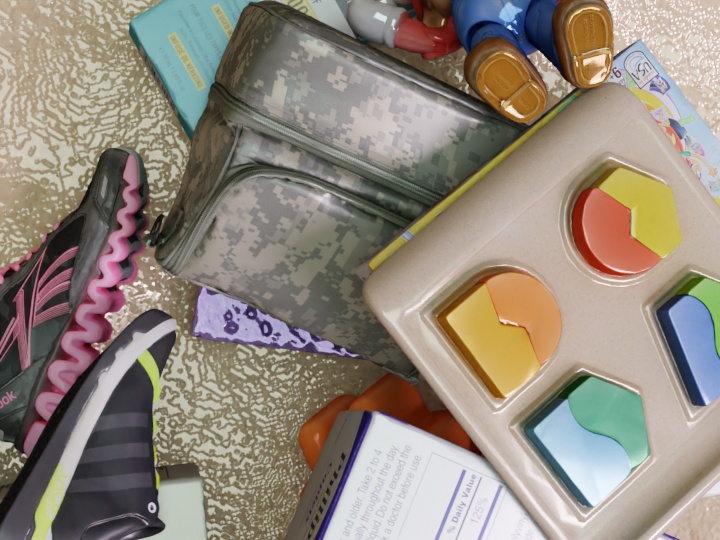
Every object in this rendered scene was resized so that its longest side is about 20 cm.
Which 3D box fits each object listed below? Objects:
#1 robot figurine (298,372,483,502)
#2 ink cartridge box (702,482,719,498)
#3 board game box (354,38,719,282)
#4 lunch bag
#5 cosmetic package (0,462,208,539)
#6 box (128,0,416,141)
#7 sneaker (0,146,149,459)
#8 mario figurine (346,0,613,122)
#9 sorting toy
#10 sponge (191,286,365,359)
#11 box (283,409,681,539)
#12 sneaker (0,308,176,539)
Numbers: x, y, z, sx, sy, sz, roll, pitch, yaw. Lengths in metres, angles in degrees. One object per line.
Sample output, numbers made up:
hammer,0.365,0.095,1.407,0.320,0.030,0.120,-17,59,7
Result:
robot figurine,0.038,0.165,1.129,0.143,0.117,0.201,-29,93,-10
ink cartridge box,0.201,0.059,1.124,0.199,0.145,0.146,-4,90,-17
board game box,0.115,-0.011,1.012,0.200,0.034,0.135,-40,93,-13
lunch bag,-0.007,-0.041,1.084,0.199,0.139,0.168,24,98,-17
cosmetic package,-0.189,0.170,1.104,0.199,0.103,0.088,-6,89,-6
box,-0.038,-0.164,1.159,0.199,0.049,0.083,-31,93,-7
sneaker,-0.191,0.014,1.128,0.095,0.079,0.201,19,85,5
mario figurine,0.066,-0.161,1.052,0.123,0.200,0.107,4,113,-19
sorting toy,0.128,0.029,0.973,0.185,0.036,0.200,-40,92,-13
sponge,0.000,0.000,1.170,0.199,0.030,0.112,8,88,-7
box,0.050,0.195,1.018,0.199,0.105,0.185,24,84,-9
sneaker,-0.142,0.115,1.042,0.083,0.072,0.201,35,58,-11
